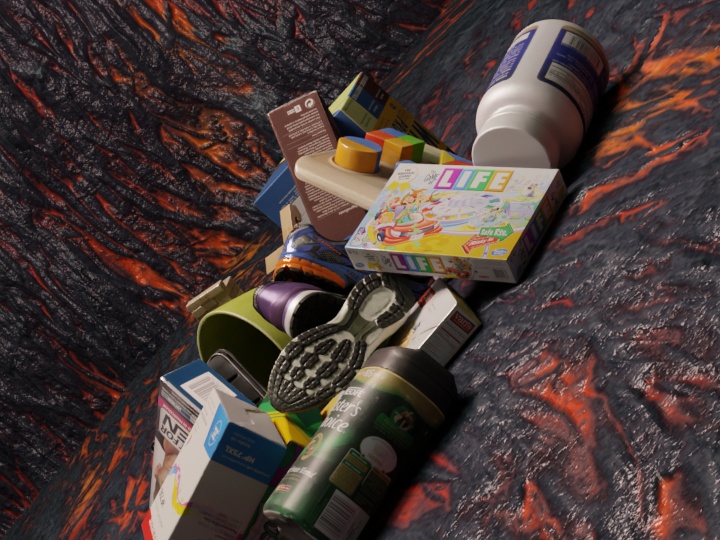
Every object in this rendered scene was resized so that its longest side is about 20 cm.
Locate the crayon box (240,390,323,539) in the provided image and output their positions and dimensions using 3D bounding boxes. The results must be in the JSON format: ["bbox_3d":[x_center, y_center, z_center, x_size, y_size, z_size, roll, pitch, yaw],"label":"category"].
[{"bbox_3d":[-0.107,0.232,1.521,0.201,0.058,0.173,-60,13,10],"label":"crayon box"}]

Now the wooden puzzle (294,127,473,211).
[{"bbox_3d":[0.051,-0.119,1.731,0.200,0.185,0.047,-24,-47,-51],"label":"wooden puzzle"}]

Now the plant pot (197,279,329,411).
[{"bbox_3d":[-0.056,0.073,1.742,0.200,0.187,0.187,-39,2,-34],"label":"plant pot"}]

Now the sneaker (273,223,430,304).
[{"bbox_3d":[0.000,0.000,1.652,0.075,0.199,0.079,-30,48,50],"label":"sneaker"}]

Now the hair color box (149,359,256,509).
[{"bbox_3d":[-0.177,0.210,1.653,0.060,0.100,0.201,-24,-43,-38],"label":"hair color box"}]

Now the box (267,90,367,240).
[{"bbox_3d":[-0.039,-0.107,1.835,0.075,0.201,0.100,-25,-17,4],"label":"box"}]

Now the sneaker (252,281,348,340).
[{"bbox_3d":[-0.035,0.047,1.612,0.087,0.200,0.076,24,90,39],"label":"sneaker"}]

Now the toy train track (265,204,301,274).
[{"bbox_3d":[-0.072,0.015,1.867,0.115,0.032,0.201,-33,58,48],"label":"toy train track"}]

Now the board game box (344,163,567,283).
[{"bbox_3d":[0.098,-0.052,1.546,0.199,0.034,0.135,4,47,36],"label":"board game box"}]

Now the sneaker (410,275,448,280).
[{"bbox_3d":[0.061,-0.049,1.778,0.078,0.112,0.200,-51,10,-7],"label":"sneaker"}]

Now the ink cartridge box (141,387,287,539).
[{"bbox_3d":[-0.153,0.229,1.442,0.201,0.067,0.116,-62,17,4],"label":"ink cartridge box"}]

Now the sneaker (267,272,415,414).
[{"bbox_3d":[-0.019,0.092,1.531,0.200,0.077,0.089,-40,-24,-32],"label":"sneaker"}]

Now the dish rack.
[{"bbox_3d":[-0.160,0.204,1.726,0.054,0.153,0.200,-34,-14,-45],"label":"dish rack"}]

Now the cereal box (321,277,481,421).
[{"bbox_3d":[0.038,0.103,1.536,0.200,0.039,0.144,-50,10,4],"label":"cereal box"}]

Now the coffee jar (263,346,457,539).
[{"bbox_3d":[0.003,0.162,1.348,0.200,0.085,0.104,-53,10,-18],"label":"coffee jar"}]

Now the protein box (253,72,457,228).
[{"bbox_3d":[0.003,-0.115,2.016,0.199,0.200,0.135,-44,11,30],"label":"protein box"}]

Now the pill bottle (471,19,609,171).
[{"bbox_3d":[0.193,-0.175,1.628,0.120,0.120,0.200,-41,13,44],"label":"pill bottle"}]

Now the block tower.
[{"bbox_3d":[-0.128,0.098,1.830,0.054,0.200,0.058,-34,14,14],"label":"block tower"}]
